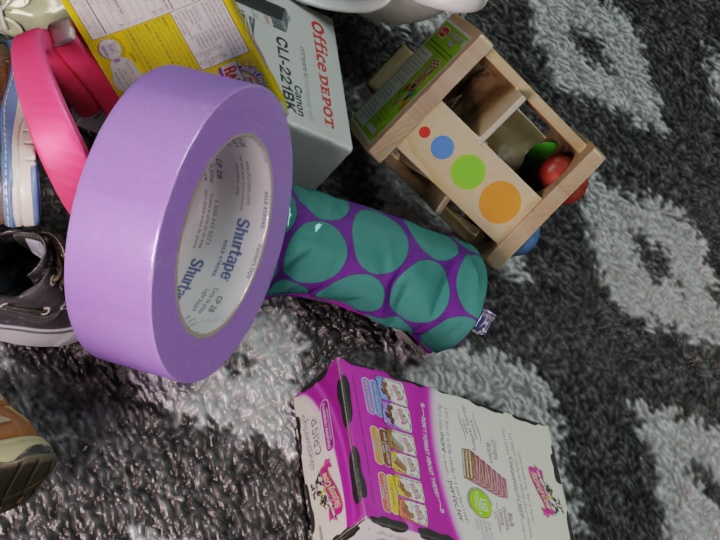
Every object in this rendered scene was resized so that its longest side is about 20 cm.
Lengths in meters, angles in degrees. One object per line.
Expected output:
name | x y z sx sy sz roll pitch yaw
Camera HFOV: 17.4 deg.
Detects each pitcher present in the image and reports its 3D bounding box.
pitcher | 0.041 -0.243 1.857 0.171 0.121 0.200 24 19 17

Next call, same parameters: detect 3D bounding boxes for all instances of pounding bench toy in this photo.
pounding bench toy | 0.089 -0.104 1.872 0.156 0.124 0.200 43 4 -15

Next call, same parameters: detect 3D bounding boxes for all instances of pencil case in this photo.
pencil case | 0.000 0.000 1.728 0.200 0.085 0.093 19 87 -33

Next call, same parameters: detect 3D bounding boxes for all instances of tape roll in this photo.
tape roll | -0.116 -0.030 1.542 0.066 0.200 0.200 14 30 20

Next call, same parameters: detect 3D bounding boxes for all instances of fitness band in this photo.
fitness band | -0.178 -0.084 1.581 0.200 0.037 0.144 54 17 -63

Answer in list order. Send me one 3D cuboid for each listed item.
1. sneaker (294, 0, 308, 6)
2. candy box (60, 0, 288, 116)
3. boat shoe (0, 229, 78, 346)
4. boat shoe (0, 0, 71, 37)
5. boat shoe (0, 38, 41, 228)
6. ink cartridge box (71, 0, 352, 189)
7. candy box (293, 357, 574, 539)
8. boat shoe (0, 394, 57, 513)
sneaker | -0.084 -0.290 1.899 0.200 0.099 0.078 31 39 -22
candy box | -0.128 -0.155 1.600 0.200 0.102 0.026 63 7 -50
boat shoe | -0.224 0.001 1.511 0.200 0.066 0.070 6 53 -43
boat shoe | -0.249 -0.191 1.634 0.200 0.072 0.062 24 36 15
boat shoe | -0.251 -0.097 1.561 0.072 0.072 0.200 -2 29 -9
ink cartridge box | -0.112 -0.149 1.752 0.200 0.084 0.144 22 42 -32
candy box | 0.054 0.154 1.659 0.200 0.061 0.137 20 44 -32
boat shoe | -0.268 0.107 1.371 0.200 0.076 0.074 1 50 -55
